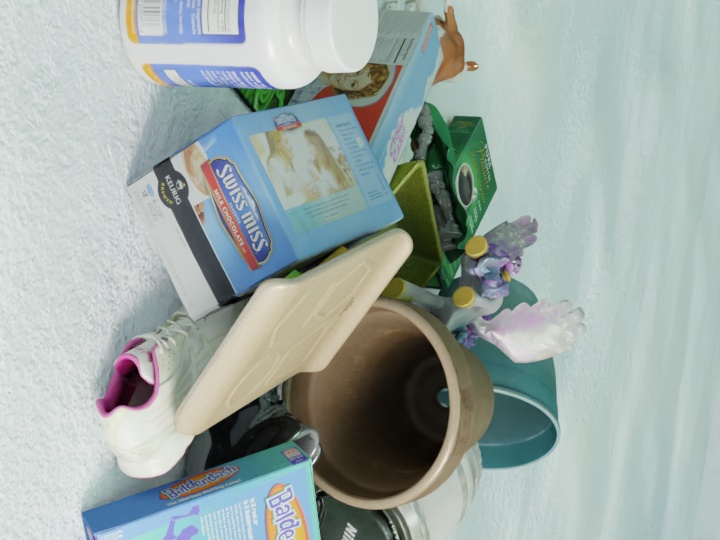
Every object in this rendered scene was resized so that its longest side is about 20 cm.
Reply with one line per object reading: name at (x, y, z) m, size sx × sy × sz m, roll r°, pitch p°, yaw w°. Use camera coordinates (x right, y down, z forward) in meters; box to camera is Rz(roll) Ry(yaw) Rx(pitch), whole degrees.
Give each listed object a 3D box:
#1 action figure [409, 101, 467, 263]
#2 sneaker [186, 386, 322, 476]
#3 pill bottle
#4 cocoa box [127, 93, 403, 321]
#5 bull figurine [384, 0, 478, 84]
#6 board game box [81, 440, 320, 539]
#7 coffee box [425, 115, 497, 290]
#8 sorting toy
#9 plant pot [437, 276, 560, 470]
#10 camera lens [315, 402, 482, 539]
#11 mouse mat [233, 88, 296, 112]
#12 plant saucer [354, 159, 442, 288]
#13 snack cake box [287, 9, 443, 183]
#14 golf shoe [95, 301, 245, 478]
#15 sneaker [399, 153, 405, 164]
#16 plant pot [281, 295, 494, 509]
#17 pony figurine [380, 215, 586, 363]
action figure at (0.080, -0.122, 1.528) m, size 0.118 × 0.054 × 0.202 m, roll 110°, pitch -30°, yaw -62°
sneaker at (-0.084, 0.127, 1.248) m, size 0.076 × 0.112 × 0.202 m, roll 49°, pitch 52°, yaw -54°
pill bottle at (-0.089, -0.206, 1.087) m, size 0.112 × 0.198 × 0.114 m, roll -19°, pitch 112°, yaw -60°
cocoa box at (-0.078, -0.061, 1.166) m, size 0.199 × 0.130 × 0.135 m, roll -24°, pitch 88°, yaw -59°
bull figurine at (0.081, -0.265, 1.553) m, size 0.200 × 0.064 × 0.123 m, roll -44°, pitch 125°, yaw -60°
board game box at (-0.130, 0.251, 1.147) m, size 0.198 × 0.045 × 0.154 m, roll -15°, pitch 112°, yaw -24°
coffee box at (0.113, -0.087, 1.668) m, size 0.201 × 0.043 × 0.124 m, roll -61°, pitch 145°, yaw -37°
sorting toy at (-0.059, 0.046, 1.124) m, size 0.199 × 0.037 × 0.186 m, roll -21°, pitch 152°, yaw -53°
plant pot at (0.152, 0.115, 1.634) m, size 0.201 × 0.197 × 0.190 m, roll 59°, pitch 32°, yaw -48°
camera lens at (0.030, 0.243, 1.439) m, size 0.200 × 0.158 × 0.162 m, roll -37°, pitch 126°, yaw -55°
mouse mat at (-0.083, -0.250, 1.302) m, size 0.161 × 0.007 × 0.202 m, roll 49°, pitch 53°, yaw -55°
plant saucer at (0.000, 0.000, 1.378) m, size 0.200 × 0.048 × 0.201 m, roll -49°, pitch 153°, yaw -19°
snack cake box at (-0.001, -0.175, 1.349) m, size 0.068 × 0.114 × 0.202 m, roll 69°, pitch 36°, yaw -49°
golf shoe at (-0.160, 0.076, 1.140) m, size 0.092 × 0.074 × 0.202 m, roll 61°, pitch 42°, yaw -43°
sneaker at (0.009, -0.075, 1.438) m, size 0.200 × 0.073 × 0.117 m, roll -54°, pitch 137°, yaw -47°
plant pot at (0.050, 0.127, 1.314) m, size 0.174 × 0.198 × 0.203 m, roll 5°, pitch 90°, yaw -57°
pony figurine at (0.130, 0.031, 1.449) m, size 0.168 × 0.191 × 0.200 m, roll 66°, pitch 8°, yaw 23°
